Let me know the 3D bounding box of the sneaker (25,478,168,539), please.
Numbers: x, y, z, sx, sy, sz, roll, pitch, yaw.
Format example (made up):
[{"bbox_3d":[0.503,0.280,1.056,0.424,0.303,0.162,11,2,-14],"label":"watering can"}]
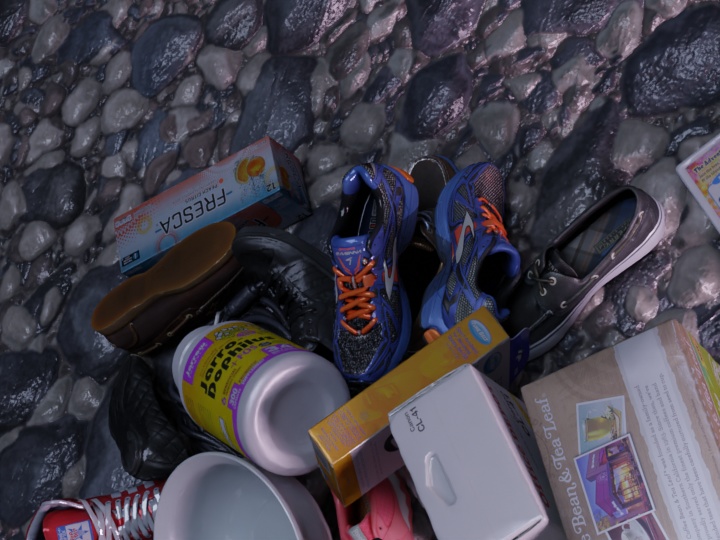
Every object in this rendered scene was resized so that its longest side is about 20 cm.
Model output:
[{"bbox_3d":[-0.220,0.230,1.469,0.198,0.112,0.072,-22,78,25],"label":"sneaker"}]

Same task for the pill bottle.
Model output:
[{"bbox_3d":[-0.095,0.104,1.377,0.199,0.104,0.105,18,79,60],"label":"pill bottle"}]

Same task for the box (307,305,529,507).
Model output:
[{"bbox_3d":[0.052,0.106,1.287,0.199,0.119,0.042,-36,68,-11],"label":"box"}]

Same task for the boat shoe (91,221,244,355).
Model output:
[{"bbox_3d":[-0.175,0.021,1.551,0.199,0.070,0.071,-29,37,32],"label":"boat shoe"}]

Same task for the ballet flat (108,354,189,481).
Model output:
[{"bbox_3d":[-0.208,0.144,1.519,0.200,0.056,0.067,-119,47,-60],"label":"ballet flat"}]

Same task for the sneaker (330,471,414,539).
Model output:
[{"bbox_3d":[0.018,0.249,1.340,0.073,0.087,0.201,-35,56,15],"label":"sneaker"}]

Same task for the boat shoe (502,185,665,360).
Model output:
[{"bbox_3d":[0.176,0.000,1.365,0.200,0.057,0.069,-43,55,9],"label":"boat shoe"}]

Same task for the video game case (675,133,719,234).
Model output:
[{"bbox_3d":[0.384,-0.077,1.291,0.199,0.024,0.183,-38,55,14],"label":"video game case"}]

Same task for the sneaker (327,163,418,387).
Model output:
[{"bbox_3d":[0.000,0.000,1.362,0.074,0.078,0.203,-6,73,27],"label":"sneaker"}]

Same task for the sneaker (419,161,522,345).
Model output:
[{"bbox_3d":[0.109,-0.014,1.378,0.078,0.075,0.202,-24,44,38],"label":"sneaker"}]

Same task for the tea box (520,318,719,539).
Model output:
[{"bbox_3d":[0.235,0.176,1.170,0.133,0.196,0.202,-26,59,19],"label":"tea box"}]

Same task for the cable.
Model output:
[{"bbox_3d":[-0.109,0.116,1.495,0.162,0.051,0.202,-31,58,17],"label":"cable"}]

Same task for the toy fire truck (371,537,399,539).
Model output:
[{"bbox_3d":[0.029,0.290,1.264,0.199,0.048,0.143,-6,104,50],"label":"toy fire truck"}]

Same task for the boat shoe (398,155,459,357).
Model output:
[{"bbox_3d":[0.060,-0.021,1.434,0.071,0.072,0.203,-12,65,26],"label":"boat shoe"}]

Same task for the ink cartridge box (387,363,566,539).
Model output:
[{"bbox_3d":[0.122,0.178,1.235,0.085,0.200,0.149,-34,56,13],"label":"ink cartridge box"}]

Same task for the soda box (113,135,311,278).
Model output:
[{"bbox_3d":[-0.149,-0.054,1.582,0.198,0.063,0.069,-26,58,21],"label":"soda box"}]

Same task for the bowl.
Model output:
[{"bbox_3d":[-0.086,0.250,1.380,0.199,0.090,0.204,7,101,43],"label":"bowl"}]

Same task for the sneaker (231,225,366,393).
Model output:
[{"bbox_3d":[-0.043,0.041,1.438,0.198,0.060,0.105,26,56,4],"label":"sneaker"}]

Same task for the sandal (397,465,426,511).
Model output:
[{"bbox_3d":[0.077,0.184,1.345,0.049,0.083,0.203,-28,55,-13],"label":"sandal"}]
